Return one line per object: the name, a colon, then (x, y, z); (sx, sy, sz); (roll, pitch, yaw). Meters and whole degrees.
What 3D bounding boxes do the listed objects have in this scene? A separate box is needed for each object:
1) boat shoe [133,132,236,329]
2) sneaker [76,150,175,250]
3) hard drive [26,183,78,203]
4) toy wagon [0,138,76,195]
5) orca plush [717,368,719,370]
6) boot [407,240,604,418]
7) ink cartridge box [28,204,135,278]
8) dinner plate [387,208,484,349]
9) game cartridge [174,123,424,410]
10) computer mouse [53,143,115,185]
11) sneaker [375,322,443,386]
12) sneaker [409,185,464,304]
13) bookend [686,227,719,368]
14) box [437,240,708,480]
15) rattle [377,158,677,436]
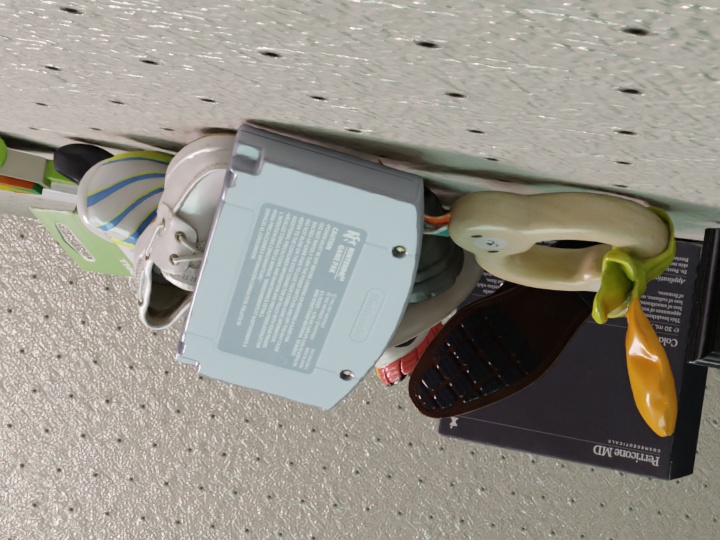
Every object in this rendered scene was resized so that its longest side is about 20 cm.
boat shoe: (-0.106, -0.018, 0.889); (0.070, 0.070, 0.200); (12, 149, -17)
sneaker: (-0.104, -0.050, 0.982); (0.198, 0.077, 0.104); (1, 180, -41)
hard drive: (-0.292, -0.085, 1.438); (0.197, 0.027, 0.132); (10, 178, -18)
toy wagon: (-0.323, -0.093, 1.147); (0.197, 0.040, 0.155); (10, 178, -7)
orca plush: (0.336, 0.038, 1.130); (0.200, 0.105, 0.071); (52, 174, 48)
boot: (0.123, 0.035, 0.975); (0.075, 0.199, 0.097); (52, -167, 6)
ink cartridge box: (-0.187, -0.040, 1.197); (0.198, 0.060, 0.104); (7, 150, 28)
dinner plate: (0.000, 0.000, 1.021); (0.197, 0.025, 0.201); (-14, -149, 8)
game cartridge: (-0.035, 0.005, 0.833); (0.131, 0.041, 0.201); (19, 133, -5)
computer mouse: (-0.155, -0.047, 1.063); (0.199, 0.034, 0.058); (32, 173, -22)
sneaker: (0.031, 0.003, 1.093); (0.077, 0.082, 0.201); (-31, -157, 21)
sneaker: (-0.029, -0.008, 0.936); (0.198, 0.076, 0.091); (-23, 134, -2)
bookend: (0.343, 0.033, 0.815); (0.196, 0.094, 0.200); (10, 177, -19)
box: (0.181, 0.062, 1.094); (0.197, 0.185, 0.104); (9, 178, 25)
rattle: (0.097, 0.017, 0.835); (0.197, 0.145, 0.130); (9, 178, -21)
